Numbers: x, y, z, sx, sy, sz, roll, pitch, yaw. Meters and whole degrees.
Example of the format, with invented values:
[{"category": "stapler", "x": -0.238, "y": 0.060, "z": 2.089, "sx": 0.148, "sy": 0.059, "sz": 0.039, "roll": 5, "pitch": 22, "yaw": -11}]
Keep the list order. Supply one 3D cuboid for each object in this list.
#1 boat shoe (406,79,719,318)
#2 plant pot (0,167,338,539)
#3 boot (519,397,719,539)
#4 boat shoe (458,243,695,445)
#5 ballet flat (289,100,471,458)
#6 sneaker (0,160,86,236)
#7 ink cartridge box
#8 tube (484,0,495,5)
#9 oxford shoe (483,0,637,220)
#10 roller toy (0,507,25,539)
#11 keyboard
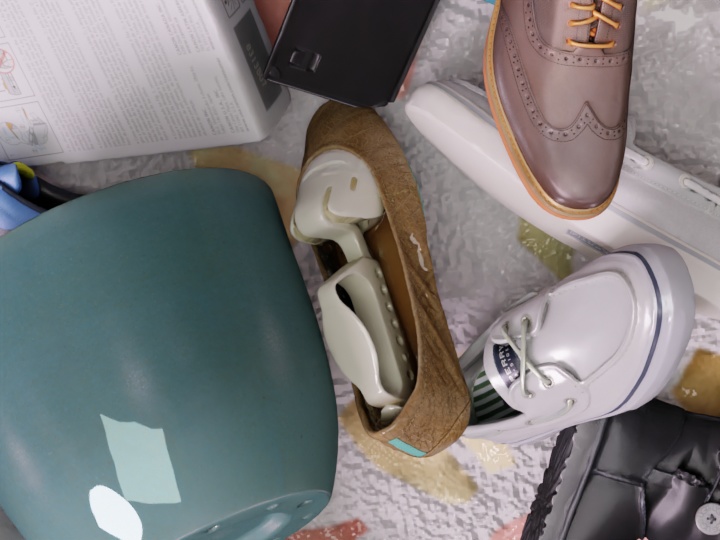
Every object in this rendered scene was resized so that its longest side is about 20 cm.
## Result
[{"category": "boat shoe", "x": 0.121, "y": -0.052, "z": 0.885, "sx": 0.200, "sy": 0.072, "sz": 0.069, "roll": 31, "pitch": 82, "yaw": 7}, {"category": "plant pot", "x": -0.103, "y": 0.070, "z": 0.861, "sx": 0.200, "sy": 0.201, "sz": 0.161, "roll": -31, "pitch": 72, "yaw": 16}, {"category": "boot", "x": 0.195, "y": 0.159, "z": 0.948, "sx": 0.200, "sy": 0.066, "sz": 0.165, "roll": 17, "pitch": 111, "yaw": -1}, {"category": "boat shoe", "x": 0.095, "y": 0.049, "z": 0.866, "sx": 0.067, "sy": 0.200, "sz": 0.074, "roll": -6, "pitch": 66, "yaw": -25}, {"category": "ballet flat", "x": 0.000, "y": 0.000, "z": 0.878, "sx": 0.068, "sy": 0.072, "sz": 0.200, "roll": -22, "pitch": 76, "yaw": 34}, {"category": "sneaker", "x": -0.225, "y": -0.036, "z": 0.942, "sx": 0.200, "sy": 0.066, "sz": 0.079, "roll": 12, "pitch": 116, "yaw": 0}, {"category": "ink cartridge box", "x": -0.154, "y": -0.136, "z": 0.901, "sx": 0.200, "sy": 0.057, "sz": 0.163, "roll": -2, "pitch": 126, "yaw": 30}, {"category": "tube", "x": -0.005, "y": -0.195, "z": 0.877, "sx": 0.200, "sy": 0.050, "sz": 0.078, "roll": 14, "pitch": 117, "yaw": -2}, {"category": "oxford shoe", "x": 0.100, "y": -0.125, "z": 0.820, "sx": 0.071, "sy": 0.073, "sz": 0.201, "roll": -4, "pitch": 86, "yaw": -12}, {"category": "roller toy", "x": -0.150, "y": 0.201, "z": 0.943, "sx": 0.182, "sy": 0.200, "sz": 0.140, "roll": 34, "pitch": 110, "yaw": 18}, {"category": "keyboard", "x": -0.003, "y": -0.182, "z": 0.843, "sx": 0.127, "sy": 0.021, "sz": 0.200, "roll": 15, "pitch": 110, "yaw": -26}]
